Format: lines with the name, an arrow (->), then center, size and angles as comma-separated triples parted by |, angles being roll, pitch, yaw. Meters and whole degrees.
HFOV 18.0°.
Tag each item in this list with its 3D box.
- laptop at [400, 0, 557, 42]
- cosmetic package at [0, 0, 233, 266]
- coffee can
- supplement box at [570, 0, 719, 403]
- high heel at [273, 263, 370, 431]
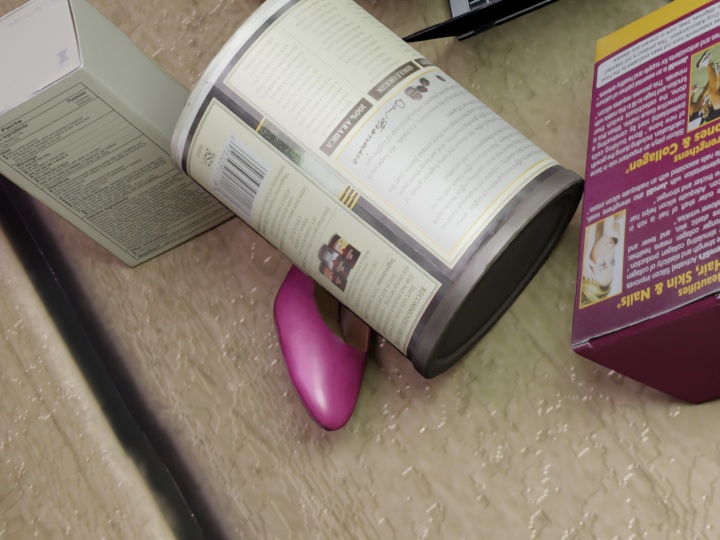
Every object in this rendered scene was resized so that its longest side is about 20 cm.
laptop -> 0.117, -0.227, 1.419 | 0.186, 0.116, 0.201 | -20, 56, 20
cosmetic package -> -0.168, -0.089, 1.462 | 0.103, 0.200, 0.073 | -26, 55, 17
coffee can -> 0.010, -0.056, 1.326 | 0.200, 0.146, 0.147 | 40, 88, 12
supplement box -> 0.200, -0.046, 1.254 | 0.131, 0.103, 0.201 | -23, 52, 49
high heel -> 0.000, 0.000, 1.395 | 0.096, 0.067, 0.201 | -27, 50, 29
